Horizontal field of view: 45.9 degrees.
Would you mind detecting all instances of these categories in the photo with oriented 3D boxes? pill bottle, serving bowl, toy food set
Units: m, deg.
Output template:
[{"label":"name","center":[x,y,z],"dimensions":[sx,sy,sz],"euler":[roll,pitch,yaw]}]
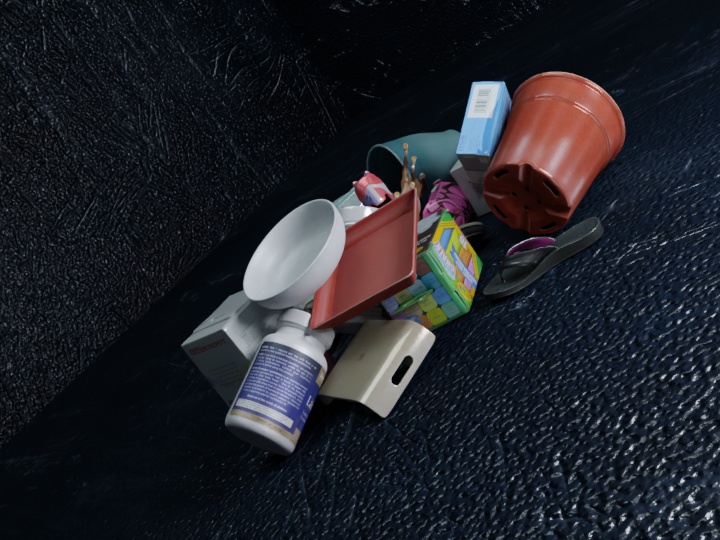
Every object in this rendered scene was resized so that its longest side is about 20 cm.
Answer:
[{"label":"pill bottle","center":[-0.119,0.169,1.308],"dimensions":[0.115,0.115,0.202],"euler":[-14,48,56]},{"label":"serving bowl","center":[-0.094,-0.016,1.356],"dimensions":[0.199,0.066,0.202],"euler":[-33,33,25]},{"label":"toy food set","center":[0.021,0.150,1.288],"dimensions":[0.144,0.060,0.199],"euler":[-55,19,-19]},{"label":"pill bottle","center":[0.000,0.000,1.456],"dimensions":[0.113,0.113,0.204],"euler":[-17,67,52]}]

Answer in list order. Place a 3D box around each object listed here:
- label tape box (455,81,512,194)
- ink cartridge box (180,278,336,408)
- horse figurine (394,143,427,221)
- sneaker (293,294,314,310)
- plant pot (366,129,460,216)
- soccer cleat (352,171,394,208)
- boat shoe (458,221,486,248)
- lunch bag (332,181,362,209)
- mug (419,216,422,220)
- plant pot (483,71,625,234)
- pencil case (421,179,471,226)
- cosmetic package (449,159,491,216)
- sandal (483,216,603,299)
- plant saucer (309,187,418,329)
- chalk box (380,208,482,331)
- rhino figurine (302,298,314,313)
[{"label":"label tape box","center":[0.235,-0.215,1.501],"dimensions":[0.065,0.200,0.145],"euler":[5,69,24]},{"label":"ink cartridge box","center":[-0.172,0.144,1.447],"dimensions":[0.144,0.201,0.145],"euler":[-20,22,46]},{"label":"horse figurine","center":[0.089,-0.129,1.533],"dimensions":[0.049,0.134,0.202],"euler":[1,49,9]},{"label":"sneaker","center":[-0.094,0.074,1.729],"dimensions":[0.199,0.078,0.100],"euler":[-21,25,49]},{"label":"plant pot","center":[0.143,-0.205,1.818],"dimensions":[0.186,0.203,0.199],"euler":[-26,10,-21]},{"label":"soccer cleat","center":[0.046,-0.118,1.605],"dimensions":[0.066,0.077,0.200],"euler":[-39,-28,5]},{"label":"boat shoe","center":[0.144,-0.012,1.503],"dimensions":[0.198,0.073,0.063],"euler":[-31,58,2]},{"label":"lunch bag","center":[-0.020,-0.065,1.781],"dimensions":[0.200,0.171,0.122],"euler":[-41,8,-15]},{"label":"mug","center":[0.036,-0.014,1.614],"dimensions":[0.184,0.152,0.153],"euler":[-10,-3,-17]},{"label":"plant pot","center":[0.299,-0.177,1.371],"dimensions":[0.200,0.201,0.196],"euler":[-17,33,52]},{"label":"pencil case","center":[0.161,-0.113,1.613],"dimensions":[0.090,0.095,0.200],"euler":[-23,11,13]},{"label":"cosmetic package","center":[0.267,-0.213,1.679],"dimensions":[0.081,0.114,0.200],"euler":[-23,19,40]},{"label":"sandal","center":[0.260,-0.027,1.254],"dimensions":[0.199,0.048,0.075],"euler":[-34,15,12]},{"label":"plant saucer","center":[0.015,-0.011,1.309],"dimensions":[0.198,0.037,0.201],"euler":[-29,34,28]},{"label":"chalk box","center":[0.101,0.017,1.349],"dimensions":[0.124,0.125,0.201],"euler":[-28,19,30]},{"label":"rhino figurine","center":[-0.082,0.088,1.574],"dimensions":[0.202,0.059,0.088],"euler":[-62,9,20]}]
